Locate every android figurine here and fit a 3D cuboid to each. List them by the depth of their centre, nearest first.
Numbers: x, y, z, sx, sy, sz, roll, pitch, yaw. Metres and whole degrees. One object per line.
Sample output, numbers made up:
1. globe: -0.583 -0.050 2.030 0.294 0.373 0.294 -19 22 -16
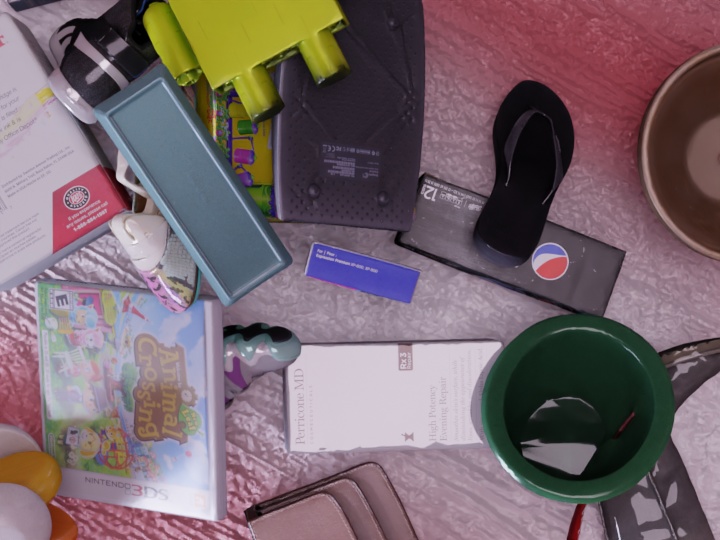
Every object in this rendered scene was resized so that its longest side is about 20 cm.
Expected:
1. android figurine: -0.091 -0.226 1.493 0.182 0.041 0.200 -29 81 6

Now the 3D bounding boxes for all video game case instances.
1. video game case: -0.202 0.112 1.619 0.182 0.022 0.201 6 104 24

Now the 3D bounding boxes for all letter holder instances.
1. letter holder: -0.003 0.287 1.652 0.142 0.101 0.200 -21 91 -5

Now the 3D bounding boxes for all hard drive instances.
1. hard drive: -0.013 -0.136 1.545 0.135 0.042 0.201 4 87 -26

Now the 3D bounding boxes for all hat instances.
1. hat: 0.183 0.160 1.671 0.165 0.176 0.200 32 71 13

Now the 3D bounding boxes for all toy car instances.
1. toy car: -0.344 0.239 1.608 0.200 0.175 0.150 -19 115 -4

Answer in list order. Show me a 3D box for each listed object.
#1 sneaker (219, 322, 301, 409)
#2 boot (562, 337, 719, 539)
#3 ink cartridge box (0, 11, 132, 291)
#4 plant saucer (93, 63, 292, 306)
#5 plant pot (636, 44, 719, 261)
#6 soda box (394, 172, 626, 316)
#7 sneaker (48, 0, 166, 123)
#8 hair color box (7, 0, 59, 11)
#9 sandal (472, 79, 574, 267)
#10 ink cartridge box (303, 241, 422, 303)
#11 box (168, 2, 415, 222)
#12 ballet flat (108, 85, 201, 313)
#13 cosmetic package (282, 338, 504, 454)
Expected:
1. sneaker: -0.132 0.126 1.645 0.200 0.078 0.140 -8 99 27
2. boot: 0.288 0.177 1.684 0.181 0.073 0.200 -24 84 10
3. ink cartridge box: -0.309 -0.101 1.614 0.145 0.145 0.200 -30 92 -1
4. plant saucer: -0.134 -0.066 1.503 0.070 0.019 0.200 -34 108 -3
5. plant pot: 0.344 -0.104 1.680 0.200 0.093 0.201 0 89 -4
6. soda box: 0.135 -0.021 1.681 0.200 0.063 0.071 21 89 -2
7. sneaker: -0.207 -0.198 1.593 0.112 0.200 0.073 -41 112 9
8. hair color box: -0.230 -0.308 1.665 0.199 0.061 0.099 -14 91 -3
9. sandal: 0.153 -0.092 1.651 0.076 0.043 0.200 17 55 -6
10. ink cartridge box: 0.000 0.000 1.605 0.094 0.200 0.037 15 88 -2
11. box: -0.060 -0.142 1.613 0.192 0.122 0.201 1 89 -25
12. ballet flat: -0.174 -0.065 1.536 0.071 0.069 0.201 1 90 -46
13. cosmetic package: 0.030 0.113 1.669 0.199 0.074 0.102 -2 89 -5
